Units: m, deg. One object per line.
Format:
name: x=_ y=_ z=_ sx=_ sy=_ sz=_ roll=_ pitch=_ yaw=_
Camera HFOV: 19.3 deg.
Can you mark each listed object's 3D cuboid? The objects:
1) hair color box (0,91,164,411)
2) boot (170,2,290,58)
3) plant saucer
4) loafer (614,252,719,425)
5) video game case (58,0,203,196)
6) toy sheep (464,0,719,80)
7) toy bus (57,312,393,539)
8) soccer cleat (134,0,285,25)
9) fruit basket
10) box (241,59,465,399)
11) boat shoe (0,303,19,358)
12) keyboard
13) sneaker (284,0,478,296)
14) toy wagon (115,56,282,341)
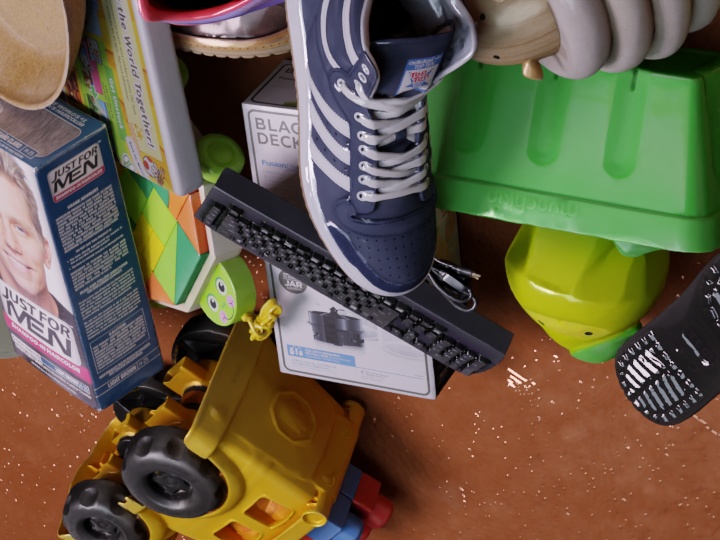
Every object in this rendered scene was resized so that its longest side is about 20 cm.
hair color box: x=-0.194 y=-0.016 z=1.359 sx=0.100 sy=0.060 sz=0.200 roll=29 pitch=142 yaw=38
boot: x=-0.037 y=-0.212 z=1.212 sx=0.199 sy=0.072 sz=0.167 roll=-3 pitch=111 yaw=17
plant saucer: x=-0.218 y=-0.194 z=1.258 sx=0.200 sy=0.035 sz=0.201 roll=37 pitch=144 yaw=34
loafer: x=0.217 y=0.017 z=1.160 sx=0.073 sy=0.071 sz=0.200 roll=56 pitch=141 yaw=2
video game case: x=-0.171 y=-0.160 z=1.276 sx=0.182 sy=0.023 sz=0.200 roll=28 pitch=138 yaw=44
toy sheep: x=0.131 y=-0.168 z=1.091 sx=0.138 sy=0.200 sz=0.138 roll=53 pitch=171 yaw=13
toy bus: x=-0.084 y=0.146 z=1.456 sx=0.192 sy=0.136 sz=0.200 roll=35 pitch=135 yaw=-17
soccer cleat: x=-0.028 y=-0.174 z=1.141 sx=0.199 sy=0.077 sz=0.067 roll=-14 pitch=110 yaw=16
fruit basket: x=0.122 y=-0.031 z=1.207 sx=0.215 sy=0.155 sz=0.216 roll=7 pitch=106 yaw=24
box: x=-0.001 y=-0.025 z=1.325 sx=0.116 sy=0.060 sz=0.200 roll=10 pitch=125 yaw=23
boat shoe: x=-0.241 y=-0.032 z=1.450 sx=0.072 sy=0.061 sz=0.202 roll=1 pitch=130 yaw=-17
keyboard: x=0.000 y=0.000 z=1.246 sx=0.200 sy=0.021 sz=0.127 roll=29 pitch=154 yaw=-6
sneaker: x=0.016 y=-0.075 z=1.086 sx=0.108 sy=0.070 sz=0.201 roll=20 pitch=125 yaw=61
toy wagon: x=-0.119 y=-0.037 z=1.351 sx=0.200 sy=0.040 sz=0.155 roll=56 pitch=144 yaw=19
